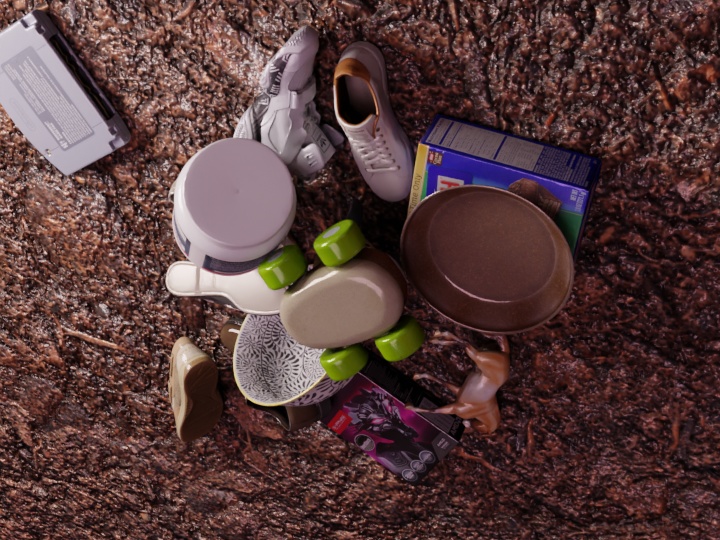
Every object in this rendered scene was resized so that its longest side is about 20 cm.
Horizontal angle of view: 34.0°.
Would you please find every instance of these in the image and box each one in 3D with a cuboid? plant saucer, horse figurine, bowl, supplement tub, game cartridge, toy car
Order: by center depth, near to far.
[{"bbox_3d":[0.144,-0.018,1.327,0.200,0.037,0.201,11,127,15],"label":"plant saucer"},{"bbox_3d":[-0.150,-0.073,1.388,0.140,0.140,0.200,37,168,-4],"label":"supplement tub"},{"bbox_3d":[0.000,0.000,1.396,0.158,0.200,0.164,-22,111,30],"label":"toy car"},{"bbox_3d":[0.141,0.134,1.518,0.132,0.050,0.200,17,122,-3],"label":"horse figurine"},{"bbox_3d":[-0.401,-0.225,1.524,0.133,0.040,0.200,-22,112,30],"label":"game cartridge"},{"bbox_3d":[-0.060,0.100,1.526,0.201,0.201,0.094,-19,141,32],"label":"bowl"}]

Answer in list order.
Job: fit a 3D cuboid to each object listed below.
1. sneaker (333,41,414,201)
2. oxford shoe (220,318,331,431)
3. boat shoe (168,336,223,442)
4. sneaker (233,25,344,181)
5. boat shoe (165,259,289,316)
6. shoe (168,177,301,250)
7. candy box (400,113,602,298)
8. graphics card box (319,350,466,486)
[{"bbox_3d":[0.006,-0.156,1.361,0.073,0.085,0.200,-5,122,24],"label":"sneaker"},{"bbox_3d":[-0.134,0.139,1.598,0.200,0.084,0.073,42,141,28],"label":"oxford shoe"},{"bbox_3d":[-0.244,0.174,1.717,0.065,0.071,0.200,50,147,31],"label":"boat shoe"},{"bbox_3d":[-0.066,-0.189,1.378,0.115,0.075,0.200,34,134,-2],"label":"sneaker"},{"bbox_3d":[-0.164,0.019,1.561,0.200,0.057,0.067,9,92,28],"label":"boat shoe"},{"bbox_3d":[-0.162,-0.054,1.523,0.200,0.053,0.070,38,129,-5],"label":"shoe"},{"bbox_3d":[0.157,-0.069,1.358,0.200,0.077,0.169,17,129,14],"label":"candy box"},{"bbox_3d":[0.031,0.197,1.615,0.200,0.051,0.125,35,129,-3],"label":"graphics card box"}]
